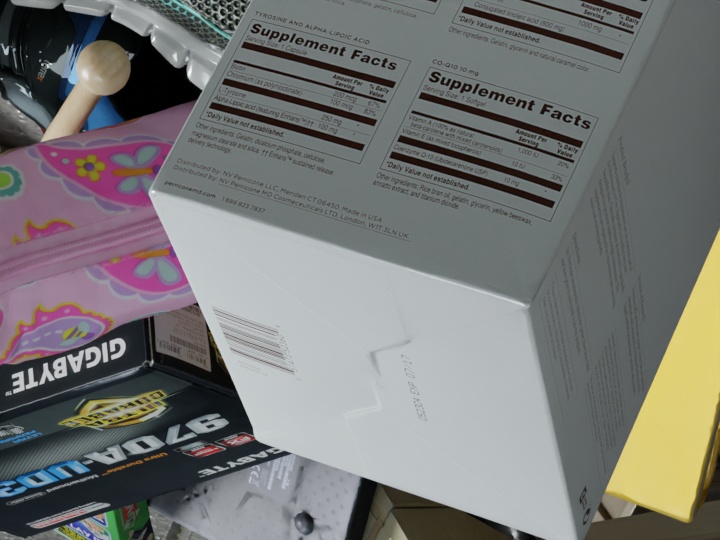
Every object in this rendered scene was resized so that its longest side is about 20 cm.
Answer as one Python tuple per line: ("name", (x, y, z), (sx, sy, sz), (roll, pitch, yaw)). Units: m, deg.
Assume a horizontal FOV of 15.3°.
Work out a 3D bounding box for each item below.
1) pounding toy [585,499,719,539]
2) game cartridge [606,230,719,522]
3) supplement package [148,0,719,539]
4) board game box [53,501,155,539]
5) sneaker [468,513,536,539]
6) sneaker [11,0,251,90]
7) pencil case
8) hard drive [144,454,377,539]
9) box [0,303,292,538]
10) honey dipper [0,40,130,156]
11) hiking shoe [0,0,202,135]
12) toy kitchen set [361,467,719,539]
("pounding toy", (0.194, 0.197, 1.364), (0.199, 0.143, 0.185), (-9, 134, -9))
("game cartridge", (0.073, 0.006, 1.178), (0.199, 0.032, 0.177), (21, 128, 16))
("supplement package", (0.045, -0.042, 0.988), (0.146, 0.201, 0.192), (18, 154, 19))
("board game box", (-0.204, 0.076, 1.438), (0.199, 0.029, 0.135), (29, 154, 18))
("sneaker", (0.022, 0.150, 1.573), (0.199, 0.081, 0.087), (10, 141, 15))
("sneaker", (-0.096, -0.147, 1.099), (0.199, 0.078, 0.091), (22, 139, 2))
("pencil case", (-0.091, -0.021, 1.113), (0.088, 0.199, 0.088), (52, 152, 44))
("hard drive", (-0.071, 0.072, 1.423), (0.199, 0.136, 0.042), (24, -159, 28))
("box", (-0.132, 0.067, 1.250), (0.199, 0.046, 0.159), (-19, 156, 27))
("honey dipper", (-0.134, -0.054, 1.171), (0.038, 0.038, 0.200), (30, 156, -9))
("hiking shoe", (-0.104, -0.059, 1.255), (0.086, 0.075, 0.200), (12, 152, 30))
("toy kitchen set", (0.097, 0.119, 1.445), (0.199, 0.181, 0.164), (3, 128, -33))
